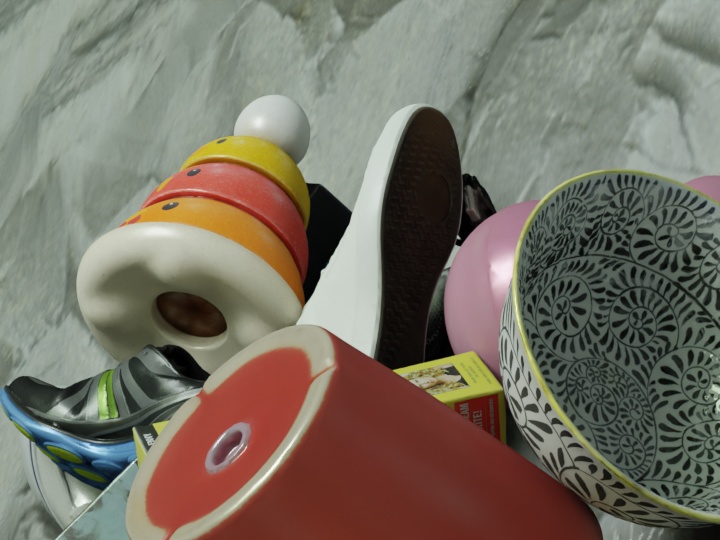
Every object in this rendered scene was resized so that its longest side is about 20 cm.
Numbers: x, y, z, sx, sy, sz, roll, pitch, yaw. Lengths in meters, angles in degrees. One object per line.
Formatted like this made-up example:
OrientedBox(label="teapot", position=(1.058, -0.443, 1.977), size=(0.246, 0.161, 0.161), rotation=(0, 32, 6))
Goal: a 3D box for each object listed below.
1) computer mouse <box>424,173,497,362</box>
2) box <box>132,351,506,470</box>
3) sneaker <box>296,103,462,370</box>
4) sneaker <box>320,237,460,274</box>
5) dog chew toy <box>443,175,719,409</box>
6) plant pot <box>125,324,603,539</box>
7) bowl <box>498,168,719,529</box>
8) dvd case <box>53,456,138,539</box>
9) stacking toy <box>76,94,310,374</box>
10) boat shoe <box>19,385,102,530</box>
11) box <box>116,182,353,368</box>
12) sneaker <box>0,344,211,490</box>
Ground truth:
OrientedBox(label="computer mouse", position=(0.053, 0.053, 1.525), size=(0.052, 0.139, 0.201), rotation=(20, 75, 22))
OrientedBox(label="box", position=(-0.020, 0.105, 1.382), size=(0.199, 0.076, 0.050), rotation=(-11, 27, -15))
OrientedBox(label="sneaker", position=(0.000, 0.000, 1.464), size=(0.084, 0.073, 0.201), rotation=(2, 74, 45))
OrientedBox(label="sneaker", position=(0.002, 0.038, 1.602), size=(0.201, 0.088, 0.075), rotation=(-60, 5, -25))
OrientedBox(label="dog chew toy", position=(0.147, 0.006, 1.423), size=(0.199, 0.125, 0.125), rotation=(-21, 37, 29))
OrientedBox(label="plant pot", position=(-0.009, 0.136, 1.272), size=(0.200, 0.177, 0.201), rotation=(-37, 25, 21))
OrientedBox(label="bowl", position=(0.140, 0.057, 1.304), size=(0.094, 0.200, 0.202), rotation=(-45, 22, 46))
OrientedBox(label="dvd case", position=(-0.138, 0.217, 1.411), size=(0.200, 0.146, 0.022), rotation=(-44, -5, -2))
OrientedBox(label="stacking toy", position=(-0.079, -0.033, 1.570), size=(0.146, 0.146, 0.201), rotation=(-25, 32, 39))
OrientedBox(label="boat shoe", position=(-0.146, 0.162, 1.572), size=(0.071, 0.201, 0.070), rotation=(-24, 3, -25))
OrientedBox(label="box", position=(-0.064, 0.054, 1.663), size=(0.201, 0.122, 0.106), rotation=(-57, 28, -15))
OrientedBox(label="sneaker", position=(-0.130, 0.085, 1.498), size=(0.199, 0.071, 0.083), rotation=(2, 59, 39))
